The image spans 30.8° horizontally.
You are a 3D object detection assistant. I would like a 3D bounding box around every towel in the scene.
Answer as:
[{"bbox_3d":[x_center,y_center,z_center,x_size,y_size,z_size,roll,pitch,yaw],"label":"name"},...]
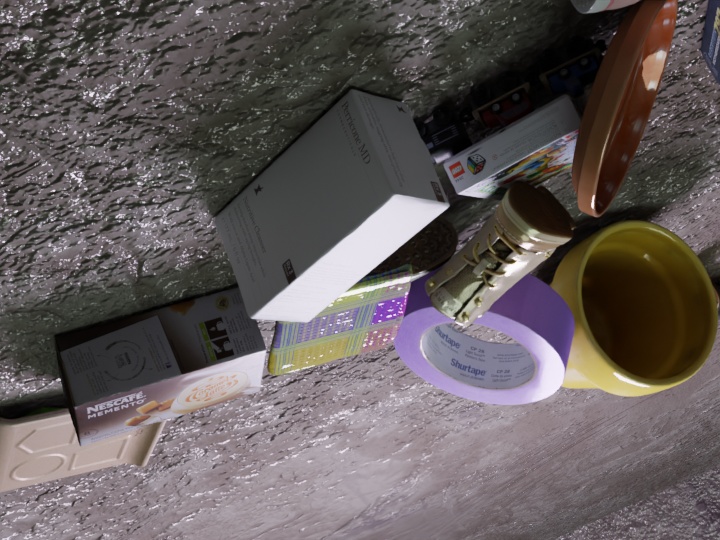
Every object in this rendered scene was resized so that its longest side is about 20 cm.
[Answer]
[{"bbox_3d":[-0.024,0.052,1.324,0.142,0.023,0.200,-13,158,-12],"label":"towel"}]

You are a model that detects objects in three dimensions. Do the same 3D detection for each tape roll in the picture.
[{"bbox_3d":[0.139,0.072,1.475,0.197,0.066,0.201,13,147,8],"label":"tape roll"}]

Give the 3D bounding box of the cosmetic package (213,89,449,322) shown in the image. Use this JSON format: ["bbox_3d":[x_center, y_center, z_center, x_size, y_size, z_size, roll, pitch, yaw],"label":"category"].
[{"bbox_3d":[-0.028,-0.052,1.148,0.081,0.114,0.200,5,143,-46],"label":"cosmetic package"}]

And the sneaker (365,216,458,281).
[{"bbox_3d":[0.000,0.000,1.345,0.198,0.068,0.090,-18,164,-11],"label":"sneaker"}]

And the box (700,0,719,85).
[{"bbox_3d":[0.414,-0.258,1.185,0.198,0.051,0.158,-22,156,0],"label":"box"}]

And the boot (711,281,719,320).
[{"bbox_3d":[0.503,0.036,1.860,0.137,0.078,0.200,-22,170,-12],"label":"boot"}]

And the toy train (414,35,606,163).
[{"bbox_3d":[0.132,-0.149,1.167,0.198,0.046,0.034,-27,156,9],"label":"toy train"}]

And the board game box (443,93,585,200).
[{"bbox_3d":[0.161,-0.110,1.217,0.125,0.035,0.200,-28,172,18],"label":"board game box"}]

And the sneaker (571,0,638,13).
[{"bbox_3d":[0.232,-0.266,0.976,0.103,0.076,0.200,-10,161,-16],"label":"sneaker"}]

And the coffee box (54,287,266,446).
[{"bbox_3d":[-0.204,0.098,1.337,0.198,0.080,0.115,-15,155,-17],"label":"coffee box"}]

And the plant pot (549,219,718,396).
[{"bbox_3d":[0.299,0.060,1.593,0.198,0.203,0.189,-10,170,-25],"label":"plant pot"}]

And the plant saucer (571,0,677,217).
[{"bbox_3d":[0.227,-0.147,1.141,0.201,0.032,0.202,-56,158,-35],"label":"plant saucer"}]

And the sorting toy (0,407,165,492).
[{"bbox_3d":[-0.327,0.189,1.482,0.198,0.037,0.186,-6,151,-25],"label":"sorting toy"}]

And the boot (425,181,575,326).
[{"bbox_3d":[0.127,-0.012,1.264,0.155,0.073,0.200,-43,175,14],"label":"boot"}]
